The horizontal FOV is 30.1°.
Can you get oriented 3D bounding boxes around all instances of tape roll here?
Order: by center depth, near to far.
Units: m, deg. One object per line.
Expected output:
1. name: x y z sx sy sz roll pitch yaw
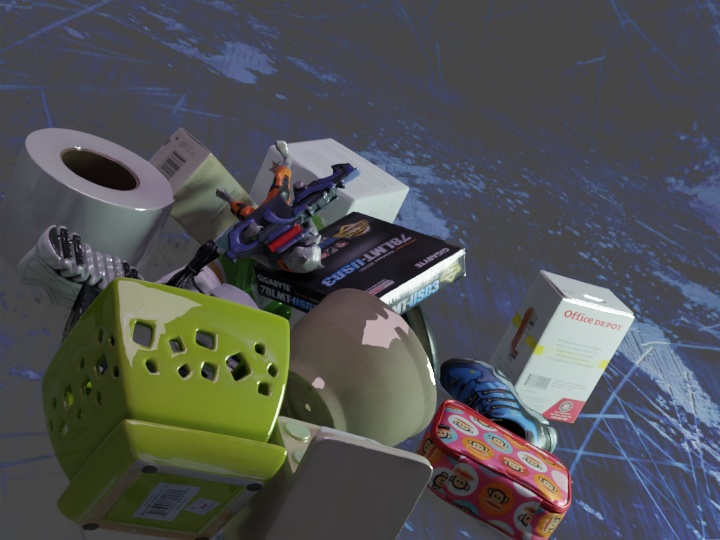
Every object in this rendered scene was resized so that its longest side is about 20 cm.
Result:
1. tape roll: -0.358 -0.074 1.722 0.202 0.140 0.203 24 21 -10

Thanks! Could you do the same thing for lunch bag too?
1. lunch bag: 0.170 0.251 1.697 0.199 0.082 0.176 29 17 2

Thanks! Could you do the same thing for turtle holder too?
1. turtle holder: -0.129 -0.027 1.838 0.131 0.186 0.141 20 -10 39

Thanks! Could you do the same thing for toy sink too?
1. toy sink: -0.036 0.225 1.334 0.130 0.201 0.112 17 24 -23

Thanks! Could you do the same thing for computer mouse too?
1. computer mouse: -0.169 0.044 1.637 0.200 0.110 0.044 38 -21 36

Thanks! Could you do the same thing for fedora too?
1. fedora: 0.036 0.085 1.861 0.091 0.201 0.201 -17 35 -10

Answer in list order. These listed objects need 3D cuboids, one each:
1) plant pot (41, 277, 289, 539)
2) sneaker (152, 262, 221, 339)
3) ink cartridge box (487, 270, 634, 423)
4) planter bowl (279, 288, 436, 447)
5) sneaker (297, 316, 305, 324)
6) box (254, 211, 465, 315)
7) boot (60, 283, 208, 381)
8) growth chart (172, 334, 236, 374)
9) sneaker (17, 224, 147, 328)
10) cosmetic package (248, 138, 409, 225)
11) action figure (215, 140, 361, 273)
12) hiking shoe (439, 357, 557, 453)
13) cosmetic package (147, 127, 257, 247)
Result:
1. plant pot: -0.190 0.150 1.313 0.198 0.200 0.182 15 48 -29
2. sneaker: -0.192 0.067 1.716 0.200 0.075 0.099 36 36 31
3. ink cartridge box: 0.290 0.114 1.973 0.145 0.201 0.083 14 24 -31
4. planter bowl: -0.028 0.141 1.589 0.200 0.201 0.134 38 49 25
5. sneaker: -0.003 0.129 1.778 0.201 0.115 0.075 63 24 -3
6. box: 0.000 0.000 1.737 0.198 0.050 0.200 19 36 41
7. boot: -0.257 0.104 1.529 0.162 0.074 0.199 19 26 -20
8. growth chart: -0.180 0.104 1.604 0.144 0.018 0.200 33 -1 -10
9. sneaker: -0.330 0.019 1.632 0.200 0.081 0.075 37 26 -40
10. cosmetic package: -0.061 -0.091 2.076 0.167 0.167 0.200 34 22 19
11. action figure: -0.085 -0.076 1.720 0.194 0.199 0.105 64 4 39
12. hiking shoe: 0.182 0.189 1.848 0.200 0.075 0.087 37 22 23
13. cosmetic package: -0.225 -0.103 1.883 0.073 0.104 0.200 39 -4 29
